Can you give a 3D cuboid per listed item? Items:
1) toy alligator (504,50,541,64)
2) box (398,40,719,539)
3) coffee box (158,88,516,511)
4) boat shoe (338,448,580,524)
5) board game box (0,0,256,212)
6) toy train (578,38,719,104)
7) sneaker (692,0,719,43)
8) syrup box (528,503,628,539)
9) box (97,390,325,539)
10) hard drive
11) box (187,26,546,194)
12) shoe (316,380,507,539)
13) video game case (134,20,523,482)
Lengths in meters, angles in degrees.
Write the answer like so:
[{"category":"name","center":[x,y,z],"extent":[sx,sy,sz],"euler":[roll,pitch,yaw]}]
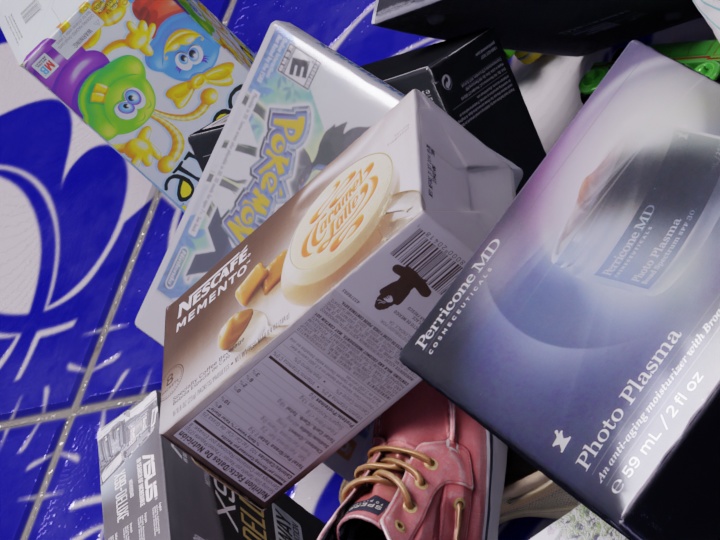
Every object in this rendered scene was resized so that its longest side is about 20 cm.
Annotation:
[{"category":"toy alligator","center":[0.091,-0.153,1.807],"extent":[0.200,0.059,0.054],"euler":[-48,15,-1]},{"category":"box","center":[0.156,0.026,1.357],"extent":[0.200,0.123,0.198],"euler":[-53,37,-2]},{"category":"coffee box","center":[-0.012,0.016,1.518],"extent":[0.200,0.080,0.115],"euler":[-40,27,26]},{"category":"boat shoe","center":[0.059,0.109,1.578],"extent":[0.199,0.065,0.073],"euler":[-11,61,40]},{"category":"board game box","center":[-0.135,-0.131,1.925],"extent":[0.103,0.200,0.105],"euler":[-43,33,7]},{"category":"toy train","center":[0.208,-0.114,1.668],"extent":[0.199,0.042,0.056],"euler":[2,48,50]},{"category":"sneaker","center":[0.200,-0.168,1.529],"extent":[0.070,0.201,0.080],"euler":[-35,26,-13]},{"category":"syrup box","center":[0.146,0.157,1.425],"extent":[0.200,0.081,0.079],"euler":[-37,37,18]},{"category":"box","center":[-0.072,0.183,1.579],"extent":[0.050,0.158,0.201],"euler":[-35,35,19]},{"category":"hard drive","center":[0.113,-0.166,1.689],"extent":[0.134,0.199,0.043],"euler":[-16,77,40]},{"category":"box","center":[0.012,-0.049,1.719],"extent":[0.199,0.142,0.079],"euler":[-12,14,41]},{"category":"shoe","center":[0.025,0.116,1.499],"extent":[0.071,0.091,0.201],"euler":[-9,76,34]},{"category":"video game case","center":[-0.022,-0.011,1.613],"extent":[0.182,0.022,0.201],"euler":[34,105,29]}]
